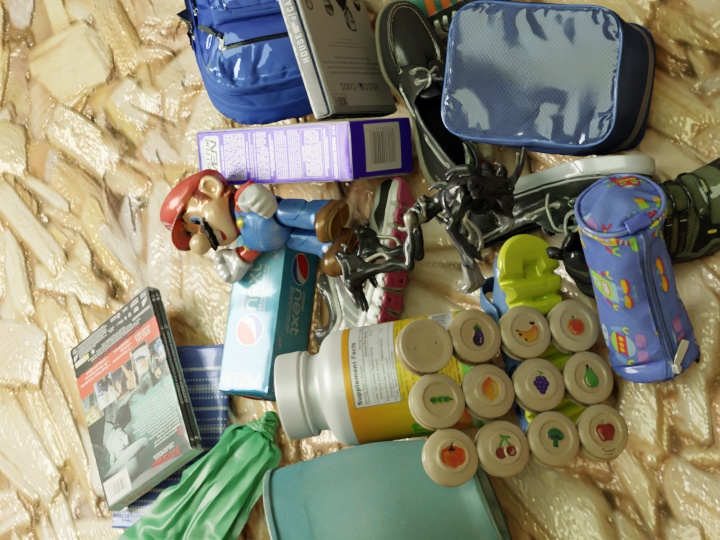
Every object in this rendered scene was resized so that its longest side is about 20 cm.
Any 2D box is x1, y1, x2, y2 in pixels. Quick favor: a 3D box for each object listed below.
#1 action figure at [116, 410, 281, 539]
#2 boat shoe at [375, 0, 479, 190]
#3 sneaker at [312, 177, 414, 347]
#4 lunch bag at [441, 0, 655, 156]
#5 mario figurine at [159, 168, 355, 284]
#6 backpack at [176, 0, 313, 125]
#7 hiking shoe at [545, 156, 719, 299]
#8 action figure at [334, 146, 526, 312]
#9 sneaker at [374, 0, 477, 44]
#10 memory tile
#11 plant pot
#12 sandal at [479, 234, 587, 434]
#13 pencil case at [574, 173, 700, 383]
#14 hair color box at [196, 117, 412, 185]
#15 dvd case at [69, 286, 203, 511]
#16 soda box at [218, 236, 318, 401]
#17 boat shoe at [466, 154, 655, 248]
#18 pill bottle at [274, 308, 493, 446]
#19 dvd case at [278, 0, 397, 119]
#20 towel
[{"bbox_3d":[-0.144,0.229,1.449,0.118,0.055,0.200,34,82,13],"label":"action figure"},{"bbox_3d":[0.073,-0.179,1.401,0.073,0.063,0.200,-18,91,-19],"label":"boat shoe"},{"bbox_3d":[0.000,0.000,1.426,0.087,0.074,0.200,10,87,24],"label":"sneaker"},{"bbox_3d":[0.175,-0.180,1.345,0.200,0.132,0.136,10,94,27],"label":"lunch bag"},{"bbox_3d":[-0.112,-0.033,1.390,0.200,0.106,0.124,10,107,22],"label":"mario figurine"},{"bbox_3d":[-0.110,-0.263,1.479,0.162,0.168,0.200,-12,70,2],"label":"backpack"},{"bbox_3d":[0.269,-0.045,1.272,0.200,0.101,0.076,-35,58,17],"label":"hiking shoe"},{"bbox_3d":[0.082,-0.035,1.314,0.200,0.119,0.102,-28,102,21],"label":"action figure"},{"bbox_3d":[0.102,-0.276,1.444,0.200,0.071,0.080,-42,64,17],"label":"sneaker"},{"bbox_3d":[0.136,0.105,1.248,0.200,0.017,0.154,-7,73,-19],"label":"memory tile"},{"bbox_3d":[0.036,0.243,1.286,0.188,0.200,0.200,-22,67,6],"label":"plant pot"},{"bbox_3d":[0.161,0.070,1.329,0.087,0.079,0.201,152,111,-65],"label":"sandal"},{"bbox_3d":[0.242,0.014,1.222,0.078,0.200,0.087,-29,37,-10],"label":"pencil case"},{"bbox_3d":[-0.059,-0.121,1.451,0.200,0.109,0.065,2,98,36],"label":"hair color box"},{"bbox_3d":[-0.245,0.138,1.520,0.146,0.022,0.200,-37,57,29],"label":"dvd case"},{"bbox_3d":[-0.093,0.034,1.472,0.064,0.068,0.201,1,78,30],"label":"soda box"},{"bbox_3d":[0.189,-0.061,1.340,0.199,0.074,0.068,-12,78,28],"label":"boat shoe"},{"bbox_3d":[0.025,0.105,1.330,0.199,0.111,0.111,-9,72,8],"label":"pill bottle"},{"bbox_3d":[-0.031,-0.249,1.405,0.025,0.150,0.200,-17,89,27],"label":"dvd case"},{"bbox_3d":[-0.204,0.180,1.527,0.144,0.024,0.201,-5,77,26],"label":"towel"}]
